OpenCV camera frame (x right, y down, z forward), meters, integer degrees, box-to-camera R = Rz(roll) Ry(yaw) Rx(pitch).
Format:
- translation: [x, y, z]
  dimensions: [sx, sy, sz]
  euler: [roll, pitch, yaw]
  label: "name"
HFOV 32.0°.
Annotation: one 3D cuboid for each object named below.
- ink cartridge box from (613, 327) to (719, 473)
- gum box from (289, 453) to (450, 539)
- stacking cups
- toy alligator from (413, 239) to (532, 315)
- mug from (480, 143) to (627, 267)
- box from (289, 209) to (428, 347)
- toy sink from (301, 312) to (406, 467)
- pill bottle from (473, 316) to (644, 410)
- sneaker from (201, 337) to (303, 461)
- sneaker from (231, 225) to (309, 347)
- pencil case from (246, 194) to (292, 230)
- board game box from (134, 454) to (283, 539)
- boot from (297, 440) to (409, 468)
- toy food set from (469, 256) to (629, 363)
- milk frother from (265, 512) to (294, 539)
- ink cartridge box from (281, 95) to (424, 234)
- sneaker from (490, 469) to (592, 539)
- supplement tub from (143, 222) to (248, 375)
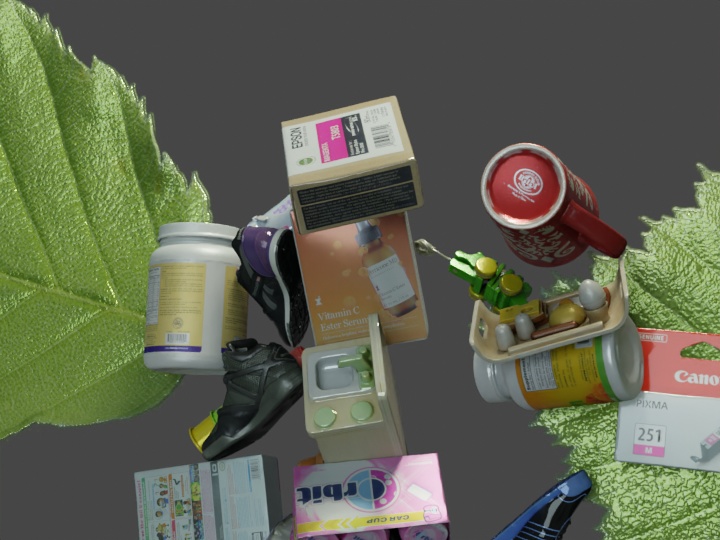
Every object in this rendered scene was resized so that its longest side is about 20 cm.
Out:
- translation: [0.427, 0.164, 1.582]
  dimensions: [0.198, 0.044, 0.175]
  euler: [4, 84, 19]
  label: "ink cartridge box"
- translation: [0.007, 0.301, 1.573]
  dimensions: [0.198, 0.067, 0.114]
  euler: [-5, 39, -2]
  label: "gum box"
- translation: [-0.147, 0.185, 1.761]
  dimensions: [0.200, 0.060, 0.061]
  euler: [-38, 72, 8]
  label: "stacking cups"
- translation: [0.165, 0.002, 1.692]
  dimensions: [0.199, 0.060, 0.054]
  euler: [35, 53, 20]
  label: "toy alligator"
- translation: [0.246, -0.087, 1.600]
  dimensions: [0.176, 0.200, 0.135]
  euler: [-1, 80, 18]
  label: "mug"
- translation: [0.000, 0.000, 1.676]
  dimensions: [0.151, 0.106, 0.202]
  euler: [-12, 95, 4]
  label: "box"
- translation: [-0.011, 0.168, 1.608]
  dimensions: [0.111, 0.201, 0.131]
  euler: [-10, 52, 4]
  label: "toy sink"
- translation: [0.250, 0.119, 1.601]
  dimensions: [0.199, 0.111, 0.112]
  euler: [-10, 77, 32]
  label: "pill bottle"
- translation: [-0.161, 0.168, 1.701]
  dimensions: [0.200, 0.076, 0.114]
  euler: [-48, 68, 26]
  label: "sneaker"
- translation: [-0.123, 0.017, 1.729]
  dimensions: [0.087, 0.201, 0.076]
  euler: [10, 43, 23]
  label: "sneaker"
- translation: [-0.067, -0.089, 1.766]
  dimensions: [0.200, 0.083, 0.091]
  euler: [-42, 83, 7]
  label: "pencil case"
- translation: [-0.211, 0.344, 1.753]
  dimensions: [0.198, 0.064, 0.149]
  euler: [-9, 77, 15]
  label: "board game box"
- translation: [-0.001, 0.322, 1.673]
  dimensions: [0.154, 0.077, 0.201]
  euler: [-16, 71, 9]
  label: "boot"
- translation: [0.235, 0.041, 1.558]
  dimensions: [0.199, 0.144, 0.061]
  euler: [-16, 107, 14]
  label: "toy food set"
- translation: [-0.052, 0.440, 1.588]
  dimensions: [0.187, 0.200, 0.182]
  euler: [16, 116, 30]
  label: "milk frother"
- translation: [-0.014, -0.139, 1.618]
  dimensions: [0.163, 0.076, 0.200]
  euler: [-12, 32, 0]
  label: "ink cartridge box"
- translation: [0.231, 0.342, 1.608]
  dimensions: [0.200, 0.070, 0.078]
  euler: [-43, 79, 11]
  label: "sneaker"
- translation: [-0.228, 0.042, 1.765]
  dimensions: [0.144, 0.145, 0.202]
  euler: [-1, 80, 18]
  label: "supplement tub"
